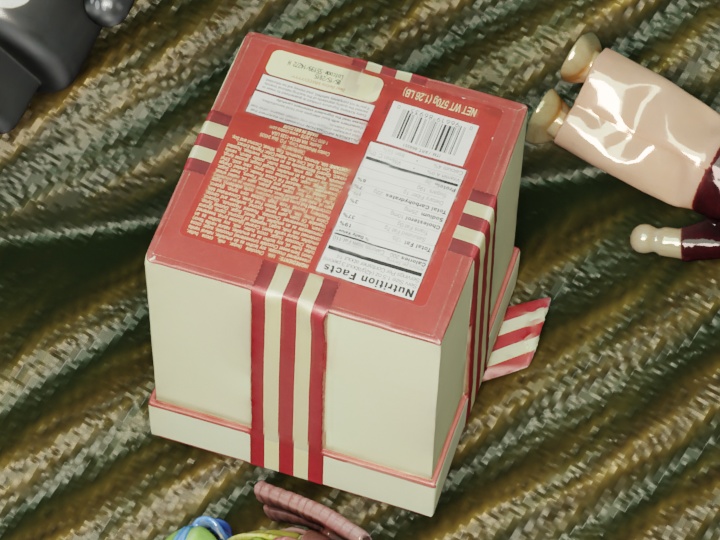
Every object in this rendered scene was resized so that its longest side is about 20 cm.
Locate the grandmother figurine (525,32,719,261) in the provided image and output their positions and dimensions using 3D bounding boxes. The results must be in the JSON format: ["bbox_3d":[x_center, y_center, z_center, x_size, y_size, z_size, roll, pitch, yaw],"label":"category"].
[{"bbox_3d":[0.196,-0.057,1.562,0.199,0.061,0.122,33,105,10],"label":"grandmother figurine"}]

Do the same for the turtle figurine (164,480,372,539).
[{"bbox_3d":[-0.021,0.205,1.450,0.193,0.200,0.145,10,108,3],"label":"turtle figurine"}]

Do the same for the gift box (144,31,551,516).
[{"bbox_3d":[0.000,0.000,1.493,0.184,0.187,0.201,20,55,12],"label":"gift box"}]

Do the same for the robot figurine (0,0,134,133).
[{"bbox_3d":[-0.190,-0.179,1.594,0.150,0.125,0.201,25,76,1],"label":"robot figurine"}]
